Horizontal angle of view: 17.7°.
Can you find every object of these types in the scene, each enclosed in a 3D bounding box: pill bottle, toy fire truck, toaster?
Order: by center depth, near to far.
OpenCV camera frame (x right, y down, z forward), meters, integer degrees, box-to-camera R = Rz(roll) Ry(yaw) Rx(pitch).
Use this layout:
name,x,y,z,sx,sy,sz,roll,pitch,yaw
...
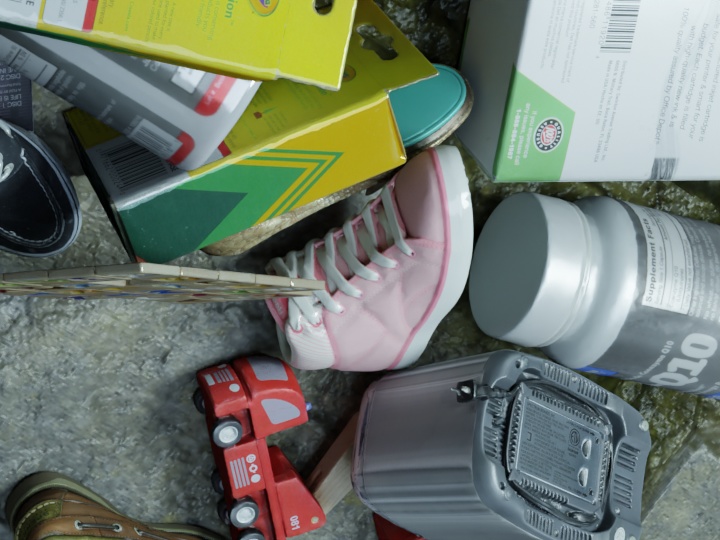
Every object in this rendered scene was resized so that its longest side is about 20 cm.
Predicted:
name,x,y,z,sx,sy,sz,roll,pitch,yaw
pill bottle,-0.146,-0.150,1.230,0.200,0.114,0.114,31,104,-12
toaster,0.084,0.120,1.481,0.200,0.129,0.114,25,65,-42
pill bottle,0.178,0.015,1.492,0.200,0.114,0.114,12,112,-26
toy fire truck,-0.025,0.136,1.518,0.141,0.049,0.200,-17,121,-13

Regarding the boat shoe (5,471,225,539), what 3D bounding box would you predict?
name,x,y,z,sx,sy,sz,roll,pitch,yaw
boat shoe,-0.141,0.200,1.495,0.200,0.068,0.072,25,105,-31

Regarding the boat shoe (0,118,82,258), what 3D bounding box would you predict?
name,x,y,z,sx,sy,sz,roll,pitch,yaw
boat shoe,-0.226,-0.066,1.294,0.072,0.068,0.200,-40,125,2

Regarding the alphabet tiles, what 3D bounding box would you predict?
name,x,y,z,sx,sy,sz,roll,pitch,yaw
alphabet tiles,-0.126,0.009,1.338,0.200,0.167,0.008,7,81,-54

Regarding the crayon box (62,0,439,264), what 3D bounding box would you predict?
name,x,y,z,sx,sy,sz,roll,pitch,yaw
crayon box,-0.060,-0.083,1.335,0.200,0.127,0.051,-23,124,-8

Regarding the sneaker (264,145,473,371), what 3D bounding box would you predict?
name,x,y,z,sx,sy,sz,roll,pitch,yaw
sneaker,0.000,0.000,1.406,0.104,0.076,0.200,-3,147,-18

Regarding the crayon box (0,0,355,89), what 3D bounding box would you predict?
name,x,y,z,sx,sy,sz,roll,pitch,yaw
crayon box,-0.098,-0.168,1.147,0.199,0.051,0.127,12,91,-12

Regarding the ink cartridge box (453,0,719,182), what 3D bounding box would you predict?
name,x,y,z,sx,sy,sz,roll,pitch,yaw
ink cartridge box,0.170,-0.135,1.422,0.199,0.084,0.146,-1,118,-22

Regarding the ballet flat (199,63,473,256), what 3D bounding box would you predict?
name,x,y,z,sx,sy,sz,roll,pitch,yaw
ballet flat,-0.024,-0.066,1.408,0.200,0.071,0.065,-22,151,-6

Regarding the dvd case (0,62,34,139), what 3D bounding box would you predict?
name,x,y,z,sx,sy,sz,roll,pitch,yaw
dvd case,-0.259,-0.144,1.289,0.148,0.016,0.200,-9,119,-19
